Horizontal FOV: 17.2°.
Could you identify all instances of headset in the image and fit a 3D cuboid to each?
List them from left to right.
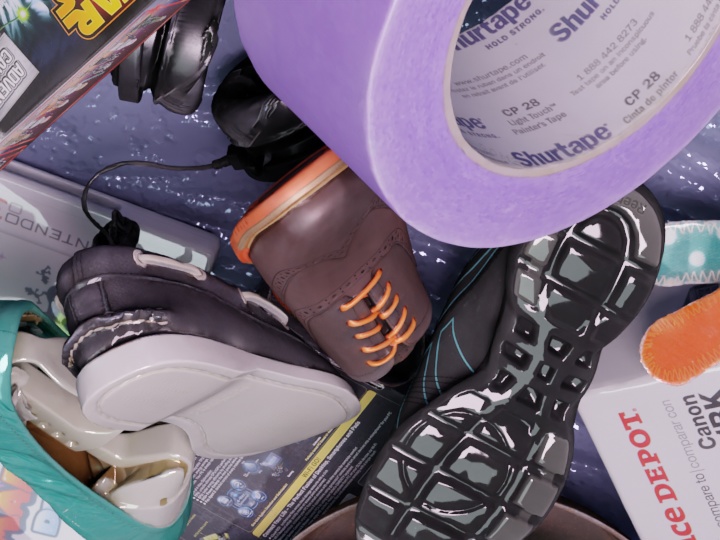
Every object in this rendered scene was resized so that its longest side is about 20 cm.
[{"bbox_3d":[-0.053,-0.073,0.956,0.123,0.094,0.200,31,119,-15],"label":"headset"}]

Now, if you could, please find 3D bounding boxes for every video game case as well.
[{"bbox_3d":[-0.180,0.040,1.087,0.182,0.024,0.200,20,116,-5],"label":"video game case"}]

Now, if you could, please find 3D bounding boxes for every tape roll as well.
[{"bbox_3d":[0.060,-0.112,0.838,0.200,0.085,0.200,-26,140,-24],"label":"tape roll"}]

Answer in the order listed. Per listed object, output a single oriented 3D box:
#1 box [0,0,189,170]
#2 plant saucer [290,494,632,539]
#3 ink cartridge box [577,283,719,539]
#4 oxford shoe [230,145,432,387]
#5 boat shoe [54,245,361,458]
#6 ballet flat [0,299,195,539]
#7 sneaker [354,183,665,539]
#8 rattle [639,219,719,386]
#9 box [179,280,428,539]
[{"bbox_3d":[-0.135,-0.135,0.914,0.200,0.040,0.137,-38,85,33],"label":"box"},{"bbox_3d":[0.049,0.161,1.116,0.200,0.032,0.200,2,131,2],"label":"plant saucer"},{"bbox_3d":[0.206,0.058,1.026,0.200,0.084,0.144,-14,125,22],"label":"ink cartridge box"},{"bbox_3d":[0.000,0.000,0.961,0.071,0.200,0.073,-38,76,-1],"label":"oxford shoe"},{"bbox_3d":[-0.062,0.035,0.972,0.074,0.060,0.200,-28,160,20],"label":"boat shoe"},{"bbox_3d":[-0.111,0.071,1.011,0.070,0.067,0.200,-7,150,31],"label":"ballet flat"},{"bbox_3d":[0.062,0.042,0.990,0.075,0.079,0.200,29,105,-13],"label":"sneaker"},{"bbox_3d":[0.219,-0.024,0.959,0.143,0.130,0.200,-6,138,-48],"label":"rattle"},{"bbox_3d":[-0.020,0.107,1.131,0.161,0.049,0.200,26,129,-14],"label":"box"}]
